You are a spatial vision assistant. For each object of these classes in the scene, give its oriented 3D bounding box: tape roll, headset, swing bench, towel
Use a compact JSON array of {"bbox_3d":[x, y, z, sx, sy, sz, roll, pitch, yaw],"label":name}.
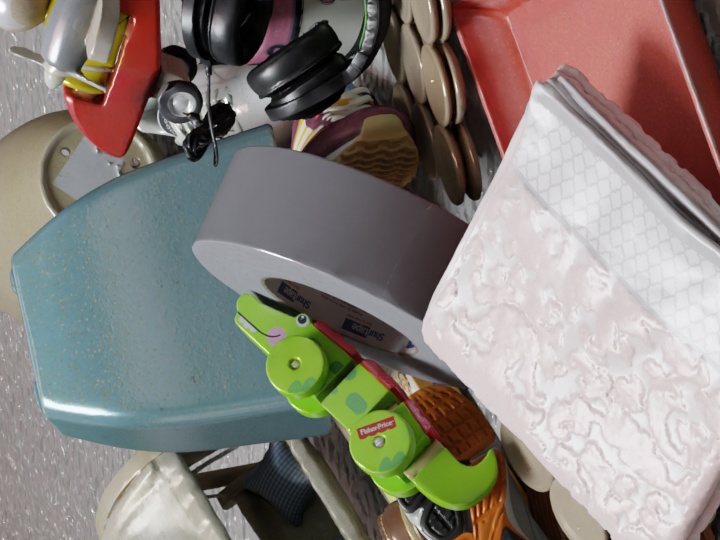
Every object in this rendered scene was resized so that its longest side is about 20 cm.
[{"bbox_3d":[0.000,0.000,1.212,0.199,0.066,0.200,24,169,5],"label":"tape roll"},{"bbox_3d":[-0.056,-0.146,1.244,0.123,0.094,0.200,38,122,2],"label":"headset"},{"bbox_3d":[-0.070,0.211,1.496,0.199,0.199,0.130,54,151,31],"label":"swing bench"},{"bbox_3d":[0.124,0.027,1.013,0.200,0.032,0.192,47,133,31],"label":"towel"}]

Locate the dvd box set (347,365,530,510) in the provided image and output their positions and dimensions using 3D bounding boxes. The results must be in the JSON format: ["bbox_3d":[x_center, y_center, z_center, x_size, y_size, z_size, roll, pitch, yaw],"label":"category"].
[{"bbox_3d":[0.044,0.124,1.397,0.200,0.029,0.147,57,153,25],"label":"dvd box set"}]

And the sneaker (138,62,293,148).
[{"bbox_3d":[-0.098,-0.116,1.457,0.200,0.080,0.077,6,112,62],"label":"sneaker"}]

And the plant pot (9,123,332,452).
[{"bbox_3d":[-0.136,0.031,1.409,0.196,0.199,0.197,101,156,-78],"label":"plant pot"}]

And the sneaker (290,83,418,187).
[{"bbox_3d":[-0.013,-0.087,1.285,0.200,0.074,0.091,131,132,-71],"label":"sneaker"}]

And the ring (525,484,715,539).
[{"bbox_3d":[0.161,0.162,1.198,0.200,0.019,0.201,47,147,43],"label":"ring"}]

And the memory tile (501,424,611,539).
[{"bbox_3d":[0.140,0.096,1.109,0.153,0.017,0.200,50,152,28],"label":"memory tile"}]

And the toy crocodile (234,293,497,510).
[{"bbox_3d":[-0.001,0.079,1.221,0.200,0.062,0.068,41,174,25],"label":"toy crocodile"}]

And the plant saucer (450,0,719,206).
[{"bbox_3d":[0.135,-0.078,1.053,0.199,0.037,0.201,-21,90,65],"label":"plant saucer"}]

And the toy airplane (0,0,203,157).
[{"bbox_3d":[-0.179,-0.194,1.314,0.200,0.140,0.200,108,157,-73],"label":"toy airplane"}]

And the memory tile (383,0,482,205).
[{"bbox_3d":[0.033,-0.149,1.191,0.153,0.017,0.201,-125,23,-67],"label":"memory tile"}]

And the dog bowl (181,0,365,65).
[{"bbox_3d":[-0.071,-0.226,1.326,0.200,0.073,0.201,44,144,44],"label":"dog bowl"}]

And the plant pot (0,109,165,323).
[{"bbox_3d":[-0.222,-0.053,1.596,0.188,0.186,0.200,69,164,3],"label":"plant pot"}]

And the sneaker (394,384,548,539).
[{"bbox_3d":[0.081,0.167,1.252,0.201,0.075,0.092,62,-177,22],"label":"sneaker"}]

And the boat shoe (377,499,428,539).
[{"bbox_3d":[0.055,0.225,1.313,0.072,0.067,0.200,-101,-16,-49],"label":"boat shoe"}]
